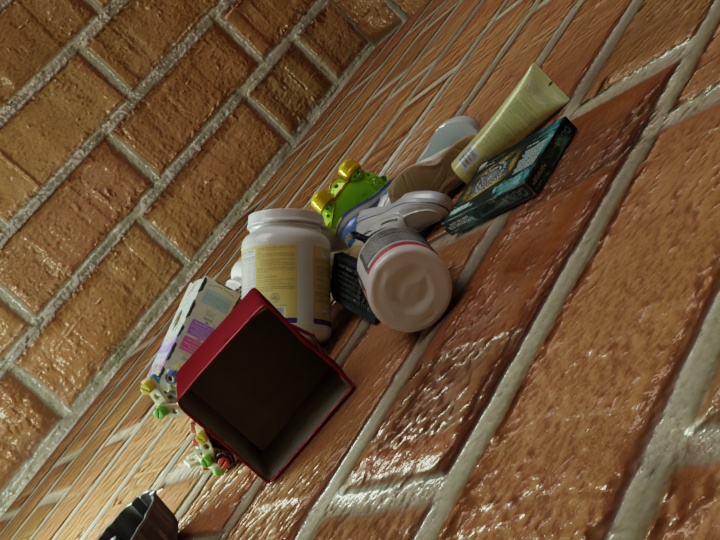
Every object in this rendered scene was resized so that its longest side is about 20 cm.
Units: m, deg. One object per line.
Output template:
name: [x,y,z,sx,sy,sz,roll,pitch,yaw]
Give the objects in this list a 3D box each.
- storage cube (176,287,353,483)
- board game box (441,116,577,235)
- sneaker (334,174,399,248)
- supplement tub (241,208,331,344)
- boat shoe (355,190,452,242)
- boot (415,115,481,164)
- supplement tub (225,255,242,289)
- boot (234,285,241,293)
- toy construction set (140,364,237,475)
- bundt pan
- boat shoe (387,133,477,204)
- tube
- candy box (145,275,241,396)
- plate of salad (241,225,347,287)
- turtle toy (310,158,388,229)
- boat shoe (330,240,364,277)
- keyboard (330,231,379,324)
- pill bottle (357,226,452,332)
storage cube: [-0.139,0.152,1.492,0.200,0.171,0.180,-48,12,-2]
board game box: [0.204,-0.128,1.512,0.136,0.028,0.199,-55,15,-29]
sneaker: [0.054,-0.096,1.838,0.199,0.082,0.074,-38,-25,-8]
supplement tub: [-0.118,0.014,1.712,0.145,0.144,0.203,158,113,-63]
boat shoe: [0.067,-0.070,1.711,0.199,0.073,0.068,-16,55,51]
boot: [0.161,-0.227,1.833,0.096,0.073,0.200,-54,7,-29]
supplement tub: [-0.159,-0.001,2.079,0.201,0.144,0.144,-53,14,-20]
boot: [-0.168,0.061,1.960,0.199,0.108,0.075,-33,19,-7]
toy construction set: [-0.246,0.238,1.634,0.129,0.202,0.093,0,38,20]
bundt pan: [-0.337,0.420,1.565,0.202,0.076,0.202,-44,13,13]
boat shoe: [0.135,-0.157,1.758,0.199,0.071,0.069,-27,-2,31]
tube: [0.222,-0.213,1.638,0.200,0.058,0.052,-47,37,23]
candy box: [-0.282,0.118,1.799,0.202,0.071,0.168,-66,14,-11]
plate of salad: [-0.116,-0.010,1.875,0.200,0.199,0.048,-44,51,17]
turtle toy: [-0.017,-0.093,1.944,0.200,0.146,0.101,-48,-9,-5]
boat shoe: [0.000,0.000,1.746,0.199,0.073,0.070,-21,52,62]
keyboard: [-0.003,0.000,1.636,0.200,0.020,0.129,-155,74,-66]
pill bottle: [0.053,0.004,1.436,0.111,0.111,0.200,-46,13,5]
